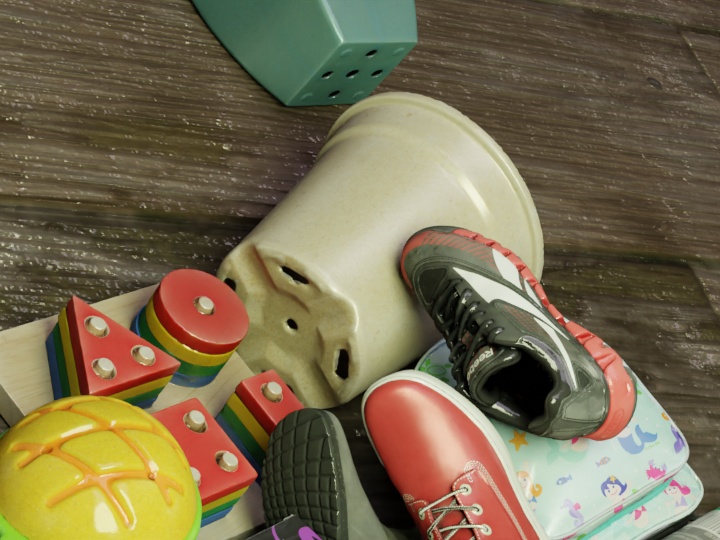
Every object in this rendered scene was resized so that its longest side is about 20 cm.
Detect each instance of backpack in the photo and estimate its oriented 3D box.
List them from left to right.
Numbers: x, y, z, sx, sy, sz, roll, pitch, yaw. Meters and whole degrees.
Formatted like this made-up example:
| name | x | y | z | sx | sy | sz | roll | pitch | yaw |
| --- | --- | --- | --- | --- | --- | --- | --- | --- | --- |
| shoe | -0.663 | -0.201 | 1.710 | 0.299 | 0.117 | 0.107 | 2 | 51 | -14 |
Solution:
| name | x | y | z | sx | sy | sz | roll | pitch | yaw |
| --- | --- | --- | --- | --- | --- | --- | --- | --- | --- |
| backpack | 0.120 | 0.125 | 1.648 | 0.177 | 0.151 | 0.200 | -25 | 64 | -24 |

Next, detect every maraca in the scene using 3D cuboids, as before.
| name | x | y | z | sx | sy | sz | roll | pitch | yaw |
| --- | --- | --- | --- | --- | --- | --- | --- | --- | --- |
| maraca | -0.163 | 0.146 | 1.398 | 0.137 | 0.107 | 0.200 | 12 | 30 | -5 |

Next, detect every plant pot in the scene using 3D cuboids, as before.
| name | x | y | z | sx | sy | sz | roll | pitch | yaw |
| --- | --- | --- | --- | --- | --- | --- | --- | --- | --- |
| plant pot | -0.049 | -0.242 | 1.954 | 0.141 | 0.141 | 0.200 | -5 | 60 | -43 |
| plant pot | 0.000 | 0.000 | 1.696 | 0.200 | 0.201 | 0.183 | 43 | 47 | 9 |

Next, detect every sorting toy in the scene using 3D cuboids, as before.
| name | x | y | z | sx | sy | sz | roll | pitch | yaw |
| --- | --- | --- | --- | --- | --- | --- | --- | --- | --- |
| sorting toy | -0.126 | 0.087 | 1.576 | 0.200 | 0.070 | 0.199 | -18 | 62 | -49 |

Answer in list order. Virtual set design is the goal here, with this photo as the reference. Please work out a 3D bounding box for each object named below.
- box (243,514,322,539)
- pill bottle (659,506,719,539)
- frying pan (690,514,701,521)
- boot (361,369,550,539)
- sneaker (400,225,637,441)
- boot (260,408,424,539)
| name | x | y | z | sx | sy | sz | roll | pitch | yaw |
| --- | --- | --- | --- | --- | --- | --- | --- | --- | --- |
| box | -0.028 | 0.240 | 1.411 | 0.143 | 0.036 | 0.200 | -21 | 51 | -40 |
| pill bottle | 0.202 | 0.248 | 1.594 | 0.200 | 0.113 | 0.113 | -25 | 66 | -26 |
| frying pan | 0.166 | 0.159 | 1.767 | 0.190 | 0.031 | 0.115 | 2 | 49 | -36 |
| boot | 0.063 | 0.163 | 1.476 | 0.200 | 0.072 | 0.144 | 56 | 17 | -9 |
| sneaker | 0.088 | 0.041 | 1.554 | 0.098 | 0.071 | 0.200 | -12 | 49 | -48 |
| boot | 0.010 | 0.180 | 1.550 | 0.131 | 0.068 | 0.200 | -13 | 92 | -48 |
